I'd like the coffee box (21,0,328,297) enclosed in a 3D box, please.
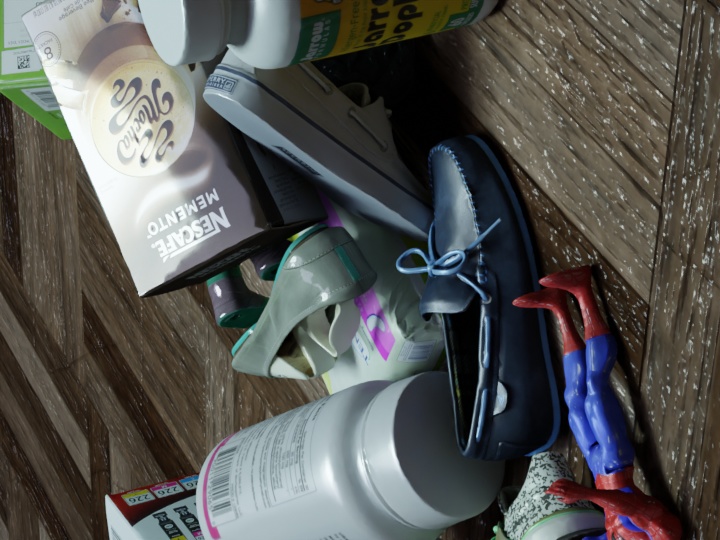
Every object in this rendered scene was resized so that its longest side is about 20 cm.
[{"bbox_3d":[-0.118,-0.098,1.579,0.113,0.080,0.201,-27,83,27],"label":"coffee box"}]

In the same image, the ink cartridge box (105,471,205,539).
[{"bbox_3d":[-0.058,0.207,1.771,0.176,0.199,0.084,-141,42,-57],"label":"ink cartridge box"}]

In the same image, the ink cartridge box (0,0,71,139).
[{"bbox_3d":[-0.213,-0.214,1.841,0.148,0.075,0.201,44,-137,-73],"label":"ink cartridge box"}]

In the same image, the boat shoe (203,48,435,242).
[{"bbox_3d":[-0.009,-0.085,1.536,0.073,0.066,0.200,17,165,48],"label":"boat shoe"}]

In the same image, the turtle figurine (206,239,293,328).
[{"bbox_3d":[-0.100,-0.069,1.680,0.150,0.100,0.201,117,134,-60],"label":"turtle figurine"}]

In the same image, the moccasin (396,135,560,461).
[{"bbox_3d":[0.070,0.017,1.509,0.080,0.068,0.201,148,109,-68],"label":"moccasin"}]

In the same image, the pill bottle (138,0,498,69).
[{"bbox_3d":[-0.025,-0.180,1.442,0.113,0.199,0.113,166,90,-69],"label":"pill bottle"}]

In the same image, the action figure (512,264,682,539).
[{"bbox_3d":[0.118,0.108,1.416,0.201,0.099,0.065,69,158,11],"label":"action figure"}]

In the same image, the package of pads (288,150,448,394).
[{"bbox_3d":[0.000,0.000,1.677,0.155,0.068,0.200,111,140,-55],"label":"package of pads"}]

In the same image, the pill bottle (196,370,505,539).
[{"bbox_3d":[-0.006,0.136,1.606,0.200,0.113,0.114,-24,81,47],"label":"pill bottle"}]

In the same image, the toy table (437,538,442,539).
[{"bbox_3d":[0.033,0.289,1.630,0.117,0.184,0.201,-24,69,27],"label":"toy table"}]

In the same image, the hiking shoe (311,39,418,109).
[{"bbox_3d":[-0.013,-0.158,1.637,0.200,0.074,0.087,49,173,44],"label":"hiking shoe"}]

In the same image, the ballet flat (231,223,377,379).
[{"bbox_3d":[-0.037,0.039,1.620,0.064,0.067,0.200,51,153,12],"label":"ballet flat"}]

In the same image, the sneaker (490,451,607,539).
[{"bbox_3d":[0.107,0.180,1.540,0.200,0.077,0.089,116,148,-51],"label":"sneaker"}]
